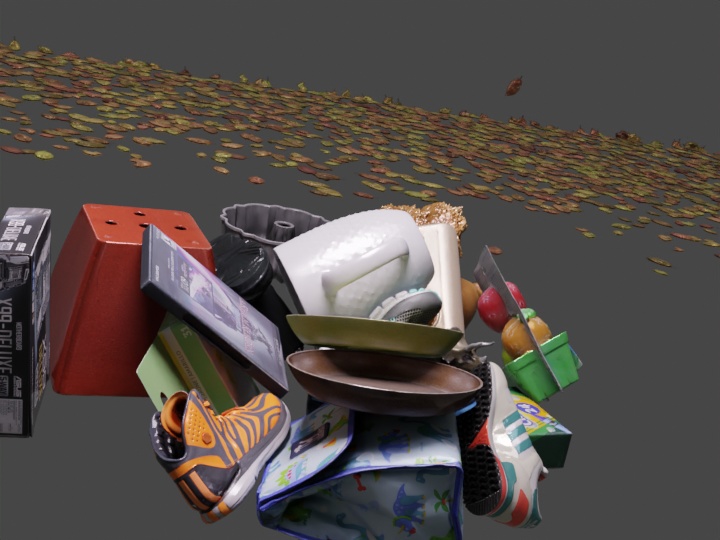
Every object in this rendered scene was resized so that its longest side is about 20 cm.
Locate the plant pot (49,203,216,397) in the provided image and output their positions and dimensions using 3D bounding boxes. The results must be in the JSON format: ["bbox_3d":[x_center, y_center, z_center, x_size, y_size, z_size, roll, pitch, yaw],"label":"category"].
[{"bbox_3d":[-0.266,0.028,1.476,0.198,0.178,0.200,5,20,-23],"label":"plant pot"}]

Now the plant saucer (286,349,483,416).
[{"bbox_3d":[0.023,0.113,1.242,0.198,0.032,0.200,6,7,-1],"label":"plant saucer"}]

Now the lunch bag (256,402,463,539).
[{"bbox_3d":[0.001,0.200,1.235,0.198,0.129,0.170,-2,16,3],"label":"lunch bag"}]

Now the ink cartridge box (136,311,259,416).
[{"bbox_3d":[-0.169,0.120,1.326,0.048,0.146,0.200,-25,15,8],"label":"ink cartridge box"}]

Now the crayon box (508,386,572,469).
[{"bbox_3d":[0.132,0.187,1.459,0.198,0.052,0.126,1,21,-29],"label":"crayon box"}]

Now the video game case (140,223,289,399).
[{"bbox_3d":[-0.159,0.043,1.353,0.200,0.019,0.143,40,14,-24],"label":"video game case"}]

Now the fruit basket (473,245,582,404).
[{"bbox_3d":[0.204,0.071,1.578,0.093,0.201,0.185,-22,-11,-4],"label":"fruit basket"}]

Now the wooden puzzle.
[{"bbox_3d":[0.034,0.021,1.649,0.198,0.046,0.187,-5,61,5],"label":"wooden puzzle"}]

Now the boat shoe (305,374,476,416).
[{"bbox_3d":[0.026,0.144,1.357,0.198,0.069,0.084,-13,-2,15],"label":"boat shoe"}]

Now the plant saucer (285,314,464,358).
[{"bbox_3d":[0.015,0.075,1.370,0.198,0.031,0.200,5,-6,0],"label":"plant saucer"}]

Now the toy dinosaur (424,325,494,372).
[{"bbox_3d":[0.063,0.105,1.578,0.198,0.103,0.077,14,18,4],"label":"toy dinosaur"}]

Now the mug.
[{"bbox_3d":[0.000,0.000,1.535,0.174,0.149,0.200,-25,-3,-7],"label":"mug"}]

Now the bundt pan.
[{"bbox_3d":[-0.125,-0.037,1.921,0.200,0.076,0.202,11,19,-4],"label":"bundt pan"}]

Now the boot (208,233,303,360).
[{"bbox_3d":[-0.122,0.043,1.539,0.073,0.163,0.198,-37,22,-10],"label":"boot"}]

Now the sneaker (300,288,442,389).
[{"bbox_3d":[0.028,0.105,1.493,0.091,0.199,0.078,49,-6,31],"label":"sneaker"}]

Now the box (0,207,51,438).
[{"bbox_3d":[-0.360,0.052,1.307,0.049,0.202,0.158,3,18,-7],"label":"box"}]

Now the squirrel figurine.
[{"bbox_3d":[0.087,0.002,1.742,0.186,0.202,0.141,16,12,43],"label":"squirrel figurine"}]

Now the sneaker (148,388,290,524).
[{"bbox_3d":[-0.140,0.153,1.240,0.112,0.077,0.200,51,23,-11],"label":"sneaker"}]

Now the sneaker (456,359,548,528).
[{"bbox_3d":[0.155,0.194,1.352,0.093,0.070,0.201,31,36,-28],"label":"sneaker"}]
